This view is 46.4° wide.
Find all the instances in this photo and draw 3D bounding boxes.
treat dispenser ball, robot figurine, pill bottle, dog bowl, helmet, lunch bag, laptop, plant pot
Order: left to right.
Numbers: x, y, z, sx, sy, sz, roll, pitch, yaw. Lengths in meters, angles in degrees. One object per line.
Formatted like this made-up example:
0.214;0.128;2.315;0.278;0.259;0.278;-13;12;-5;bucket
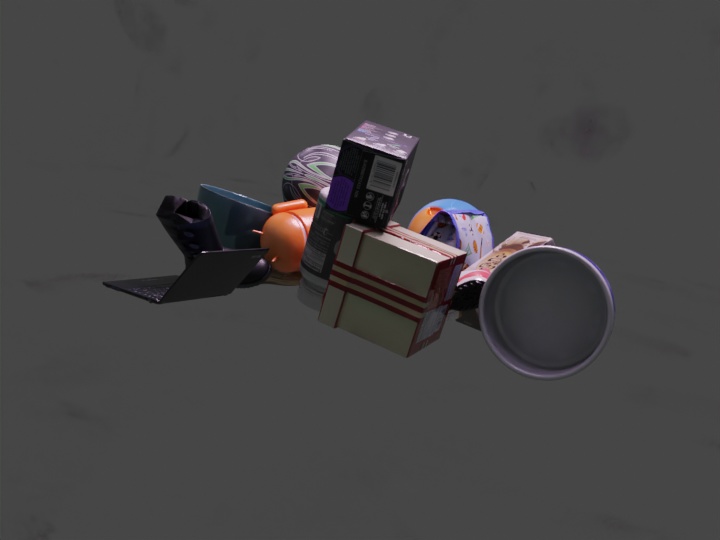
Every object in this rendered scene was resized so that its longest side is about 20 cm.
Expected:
-0.286;-0.006;1.384;0.199;0.104;0.177;15;11;29;laptop
-0.250;-0.078;1.701;0.199;0.136;0.200;20;6;-2;plant pot
-0.107;-0.061;1.598;0.199;0.145;0.116;-12;11;-41;robot figurine
-0.067;-0.167;1.747;0.190;0.201;0.200;27;3;-22;helmet
-0.042;-0.035;1.464;0.112;0.201;0.113;15;20;-6;pill bottle
0.199;-0.061;1.903;0.199;0.203;0.201;10;10;-2;treat dispenser ball
0.186;-0.023;1.677;0.123;0.202;0.169;16;12;33;lunch bag
0.285;0.063;1.282;0.199;0.202;0.079;14;7;21;dog bowl

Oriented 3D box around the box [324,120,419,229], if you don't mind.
0.023;-0.160;1.372;0.105;0.123;0.200;19;21;4;box

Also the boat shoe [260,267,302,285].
-0.169;-0.009;1.637;0.199;0.065;0.071;0;14;-44;boat shoe

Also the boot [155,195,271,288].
-0.250;-0.050;1.467;0.163;0.066;0.201;2;-34;6;boot

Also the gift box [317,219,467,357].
0.047;0.024;1.357;0.186;0.186;0.200;22;10;19;gift box

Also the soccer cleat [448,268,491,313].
0.137;0.045;1.458;0.199;0.069;0.073;-17;19;24;soccer cleat

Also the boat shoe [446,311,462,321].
0.106;0.052;1.558;0.069;0.071;0.200;-22;19;-23;boat shoe

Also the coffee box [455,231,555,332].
0.261;0.019;1.546;0.199;0.080;0.113;-35;21;-16;coffee box
